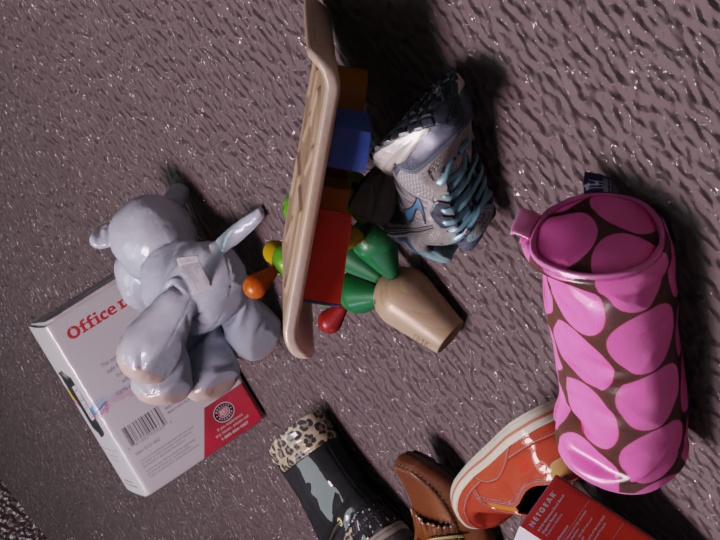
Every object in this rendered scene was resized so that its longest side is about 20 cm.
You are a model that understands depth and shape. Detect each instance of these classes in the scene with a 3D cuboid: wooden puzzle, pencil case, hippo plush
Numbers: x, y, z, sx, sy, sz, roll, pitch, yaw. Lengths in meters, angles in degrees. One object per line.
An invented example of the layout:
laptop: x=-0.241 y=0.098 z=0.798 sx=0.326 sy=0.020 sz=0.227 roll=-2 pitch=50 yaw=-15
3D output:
wooden puzzle: x=-0.022 y=-0.063 z=1.308 sx=0.185 sy=0.046 sz=0.200 roll=-96 pitch=11 yaw=-72
pencil case: x=0.147 y=0.045 z=1.200 sx=0.094 sy=0.091 sz=0.200 roll=5 pitch=133 yaw=19
hippo plush: x=-0.179 y=0.013 z=1.767 sx=0.161 sy=0.159 sz=0.200 roll=41 pitch=155 yaw=34

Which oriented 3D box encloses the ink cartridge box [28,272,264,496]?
ink cartridge box: x=-0.213 y=0.100 z=1.989 sx=0.200 sy=0.146 sz=0.083 roll=61 pitch=161 yaw=-10

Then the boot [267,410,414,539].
boot: x=-0.028 y=0.224 z=1.874 sx=0.154 sy=0.073 sz=0.204 roll=55 pitch=155 yaw=12

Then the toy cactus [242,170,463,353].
toy cactus: x=0.000 y=0.000 z=1.470 sx=0.165 sy=0.102 sz=0.200 roll=40 pitch=146 yaw=13

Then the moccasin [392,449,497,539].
moccasin: x=0.071 y=0.237 z=1.657 sx=0.074 sy=0.078 sz=0.202 roll=27 pitch=145 yaw=52

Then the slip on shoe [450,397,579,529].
slip on shoe: x=0.116 y=0.154 z=1.443 sx=0.061 sy=0.074 sz=0.200 roll=62 pitch=156 yaw=16

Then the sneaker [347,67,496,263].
sneaker: x=0.056 y=-0.061 z=1.286 sx=0.086 sy=0.078 sz=0.200 roll=42 pitch=165 yaw=5

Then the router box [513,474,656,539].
router box: x=0.183 y=0.246 z=1.399 sx=0.179 sy=0.049 sz=0.200 roll=34 pitch=154 yaw=12
